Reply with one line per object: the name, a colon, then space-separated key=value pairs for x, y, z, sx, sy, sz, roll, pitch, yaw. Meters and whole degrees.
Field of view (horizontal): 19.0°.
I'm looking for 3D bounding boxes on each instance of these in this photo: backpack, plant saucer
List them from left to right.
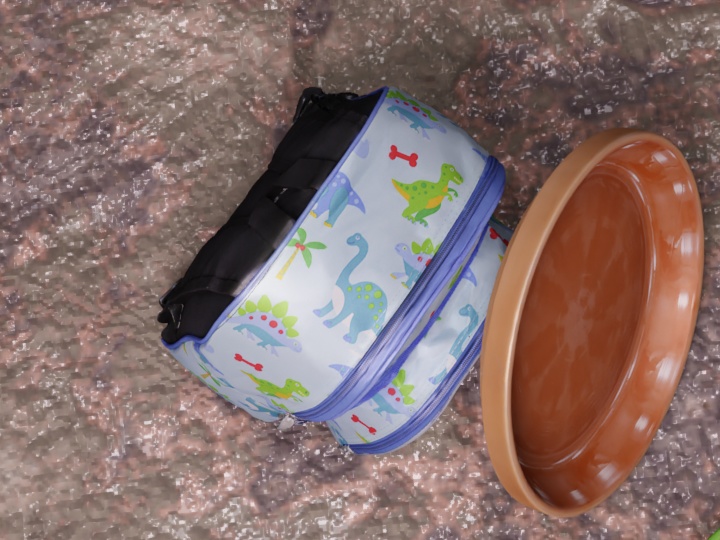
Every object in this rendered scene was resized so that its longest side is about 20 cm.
backpack: x=0.000 y=0.000 z=1.104 sx=0.147 sy=0.200 sz=0.184 roll=35 pitch=82 yaw=-7
plant saucer: x=0.117 y=0.026 z=1.101 sx=0.032 sy=0.200 sz=0.202 roll=15 pitch=79 yaw=34

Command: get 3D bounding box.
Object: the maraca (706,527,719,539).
maraca: x=0.229 y=0.218 z=1.098 sx=0.136 sy=0.107 sz=0.202 roll=-5 pitch=96 yaw=21
